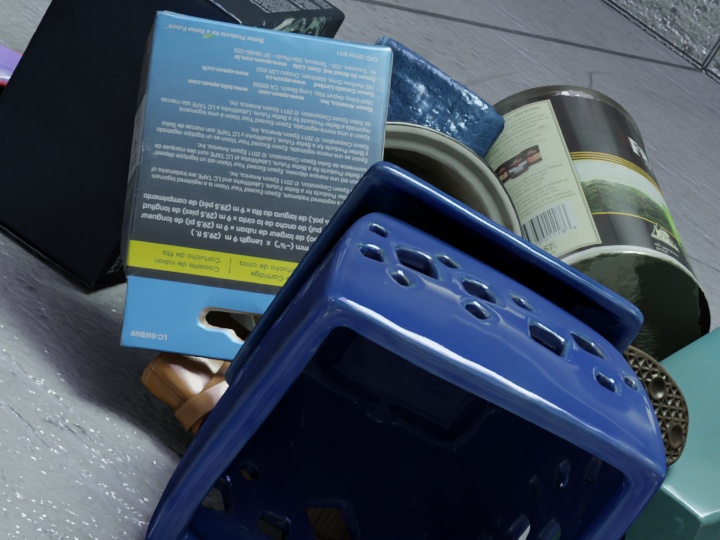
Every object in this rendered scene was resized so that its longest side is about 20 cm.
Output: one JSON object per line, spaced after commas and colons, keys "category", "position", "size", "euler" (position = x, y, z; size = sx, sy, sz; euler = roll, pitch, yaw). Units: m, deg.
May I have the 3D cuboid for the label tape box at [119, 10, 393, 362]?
{"category": "label tape box", "position": [-0.065, -0.039, 1.488], "size": [0.144, 0.200, 0.063], "euler": [9, -13, -11]}

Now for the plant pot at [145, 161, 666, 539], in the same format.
{"category": "plant pot", "position": [0.029, 0.075, 1.333], "size": [0.200, 0.200, 0.180], "euler": [29, 33, -11]}

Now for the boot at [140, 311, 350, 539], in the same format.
{"category": "boot", "position": [-0.034, 0.081, 1.505], "size": [0.155, 0.077, 0.200], "euler": [37, 29, 10]}

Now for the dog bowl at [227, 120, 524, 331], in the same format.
{"category": "dog bowl", "position": [0.000, 0.000, 1.602], "size": [0.200, 0.200, 0.074], "euler": [24, 3, -24]}

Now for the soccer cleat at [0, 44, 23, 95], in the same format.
{"category": "soccer cleat", "position": [-0.289, -0.143, 1.725], "size": [0.200, 0.067, 0.076], "euler": [29, 21, -17]}

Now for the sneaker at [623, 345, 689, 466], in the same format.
{"category": "sneaker", "position": [0.107, 0.068, 1.513], "size": [0.200, 0.071, 0.076], "euler": [21, -12, -34]}

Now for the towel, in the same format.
{"category": "towel", "position": [0.003, -0.060, 1.770], "size": [0.112, 0.200, 0.049], "euler": [35, -13, 14]}

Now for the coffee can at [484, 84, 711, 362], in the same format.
{"category": "coffee can", "position": [0.150, -0.014, 1.785], "size": [0.146, 0.146, 0.200], "euler": [23, 30, -26]}

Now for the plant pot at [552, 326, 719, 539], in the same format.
{"category": "plant pot", "position": [0.210, 0.145, 1.637], "size": [0.141, 0.141, 0.200], "euler": [38, 27, 24]}

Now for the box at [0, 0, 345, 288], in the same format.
{"category": "box", "position": [-0.134, -0.112, 1.657], "size": [0.124, 0.200, 0.197], "euler": [35, 17, 13]}
